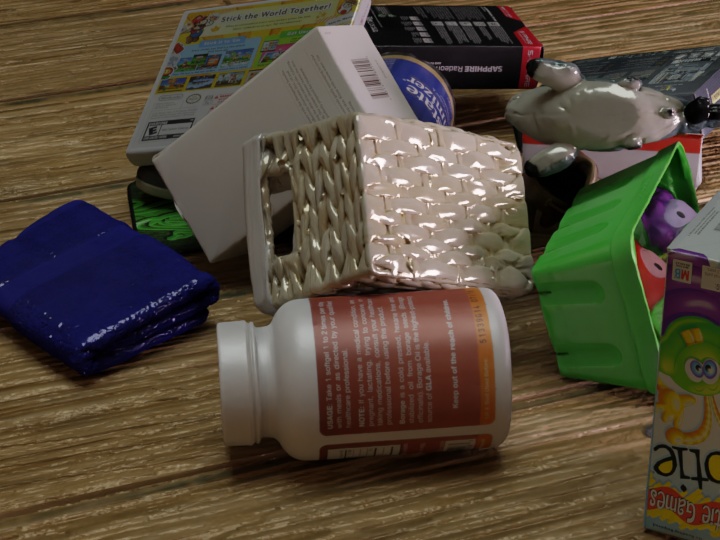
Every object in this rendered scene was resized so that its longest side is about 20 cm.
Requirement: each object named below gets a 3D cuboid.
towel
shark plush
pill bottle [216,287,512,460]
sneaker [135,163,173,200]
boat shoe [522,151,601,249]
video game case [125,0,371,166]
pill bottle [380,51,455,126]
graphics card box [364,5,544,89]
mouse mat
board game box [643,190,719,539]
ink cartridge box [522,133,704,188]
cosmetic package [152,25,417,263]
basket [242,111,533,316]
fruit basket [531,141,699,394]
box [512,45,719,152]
[{"bbox_3d":[-0.224,0.016,1.366,0.147,0.050,0.199,-30,39,-32],"label":"towel"},{"bbox_3d":[0.209,-0.134,1.335,0.198,0.092,0.083,-10,3,17],"label":"shark plush"},{"bbox_3d":[0.000,0.073,1.171,0.197,0.113,0.113,-3,27,-5],"label":"pill bottle"},{"bbox_3d":[-0.120,-0.135,1.569,0.198,0.107,0.075,-16,30,-27],"label":"sneaker"},{"bbox_3d":[0.176,-0.064,1.419,0.199,0.072,0.072,-3,53,-54],"label":"boat shoe"},{"bbox_3d":[-0.101,-0.175,1.534,0.198,0.023,0.184,-3,52,27],"label":"video game case"},{"bbox_3d":[0.018,-0.115,1.533,0.110,0.113,0.200,5,28,11],"label":"pill bottle"},{"bbox_3d":[0.072,-0.226,1.700,0.197,0.051,0.126,-1,29,-13],"label":"graphics card box"},{"bbox_3d":[-0.112,-0.058,1.543,0.197,0.008,0.161,-7,28,-9],"label":"mouse mat"},{"bbox_3d":[0.251,0.069,1.073,0.102,0.202,0.105,14,30,26],"label":"board game box"},{"bbox_3d":[0.221,-0.097,1.481,0.160,0.051,0.200,4,4,9],"label":"ink cartridge box"},{"bbox_3d":[-0.063,-0.104,1.397,0.199,0.108,0.085,-33,-8,29],"label":"cosmetic package"},{"bbox_3d":[0.025,-0.037,1.258,0.123,0.137,0.199,-17,-16,43],"label":"basket"},{"bbox_3d":[0.253,0.003,1.282,0.213,0.157,0.216,-16,20,6],"label":"fruit basket"},{"bbox_3d":[0.267,-0.169,1.648,0.198,0.052,0.157,-3,22,34],"label":"box"}]
